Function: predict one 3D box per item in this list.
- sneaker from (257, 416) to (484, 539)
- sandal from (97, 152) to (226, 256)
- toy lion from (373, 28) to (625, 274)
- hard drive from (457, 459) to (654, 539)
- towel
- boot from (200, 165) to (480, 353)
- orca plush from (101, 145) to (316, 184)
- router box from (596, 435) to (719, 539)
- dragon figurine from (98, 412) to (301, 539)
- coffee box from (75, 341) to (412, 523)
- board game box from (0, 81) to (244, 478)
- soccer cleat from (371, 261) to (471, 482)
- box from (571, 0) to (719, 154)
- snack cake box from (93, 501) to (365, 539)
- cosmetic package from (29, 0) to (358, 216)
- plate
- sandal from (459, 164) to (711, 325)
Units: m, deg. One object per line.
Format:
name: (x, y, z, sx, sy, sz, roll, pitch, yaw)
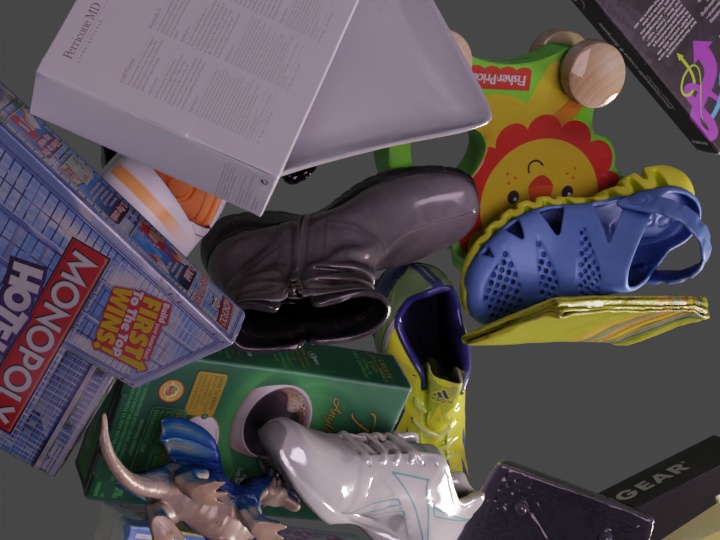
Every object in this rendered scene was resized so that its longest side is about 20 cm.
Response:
sneaker: (0.007, 0.132, 1.124, 0.080, 0.070, 0.200, -46, 136, 6)
sandal: (-0.156, -0.004, 1.065, 0.207, 0.059, 0.079, -45, 114, 5)
toy lion: (0.100, -0.075, 1.210, 0.199, 0.069, 0.193, 1, 106, -26)
hard drive: (0.116, 0.239, 1.233, 0.134, 0.042, 0.201, 20, 106, -4)
towel: (0.163, 0.039, 1.205, 0.199, 0.086, 0.018, 2, 68, -50)
boot: (0.000, 0.000, 1.108, 0.199, 0.132, 0.070, -18, 119, -9)
orca plush: (-0.071, -0.097, 1.110, 0.199, 0.071, 0.106, -15, 104, -23)
router box: (0.229, 0.241, 1.324, 0.199, 0.052, 0.158, -23, 107, -21)
dragon figurine: (-0.108, 0.131, 1.052, 0.200, 0.099, 0.059, 33, 98, -37)
coffee box: (-0.077, 0.102, 1.135, 0.199, 0.044, 0.123, 8, 118, -26)
board game box: (-0.181, 0.025, 1.012, 0.199, 0.062, 0.201, 30, 107, -5)
soccer cleat: (0.047, 0.094, 1.193, 0.064, 0.084, 0.201, -13, 104, -23)
box: (0.245, -0.205, 1.268, 0.200, 0.036, 0.143, 45, 79, -24)
snack cake box: (-0.087, 0.230, 1.160, 0.199, 0.067, 0.116, 12, 93, -27)
cosmetic package: (-0.089, -0.149, 1.029, 0.150, 0.052, 0.201, 25, 58, -4)
plate: (-0.043, -0.147, 1.090, 0.199, 0.032, 0.201, -16, 67, -22)
sandal: (0.163, -0.012, 1.188, 0.199, 0.087, 0.080, -23, 124, -14)
